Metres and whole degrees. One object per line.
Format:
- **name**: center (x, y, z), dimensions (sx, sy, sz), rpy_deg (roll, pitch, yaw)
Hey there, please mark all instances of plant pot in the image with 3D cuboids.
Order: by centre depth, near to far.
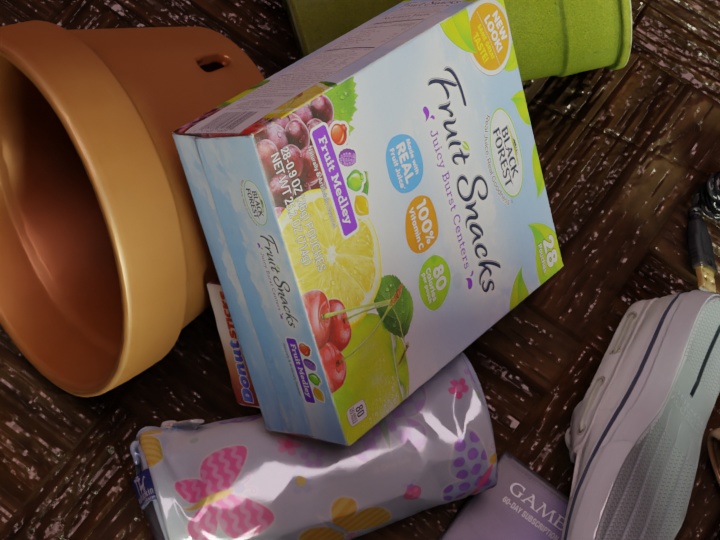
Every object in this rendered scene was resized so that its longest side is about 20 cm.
- **plant pot**: center (-0.128, -0.049, 0.843), dimensions (0.139, 0.201, 0.201), rpy_deg (-24, 67, -33)
- **plant pot**: center (0.042, -0.193, 0.933), dimensions (0.190, 0.201, 0.203), rpy_deg (-17, 66, 0)

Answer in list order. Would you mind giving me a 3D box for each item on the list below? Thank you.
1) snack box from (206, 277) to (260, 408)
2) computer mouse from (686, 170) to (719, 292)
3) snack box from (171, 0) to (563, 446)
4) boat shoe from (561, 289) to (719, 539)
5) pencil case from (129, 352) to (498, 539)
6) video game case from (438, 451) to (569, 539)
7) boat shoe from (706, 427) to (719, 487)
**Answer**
- **snack box**: center (0.000, 0.000, 0.855), dimensions (0.024, 0.073, 0.199), rpy_deg (9, 30, 42)
- **computer mouse**: center (0.274, 0.014, 0.920), dimensions (0.138, 0.046, 0.203), rpy_deg (-1, 65, -7)
- **snack box**: center (0.013, -0.035, 0.798), dimensions (0.067, 0.171, 0.199), rpy_deg (5, 31, 42)
- **boat shoe**: center (0.152, 0.096, 0.862), dimensions (0.066, 0.074, 0.201), rpy_deg (-3, 41, 44)
- **pencil case**: center (-0.025, 0.105, 0.828), dimensions (0.197, 0.084, 0.091), rpy_deg (-16, 52, -12)
- **video game case**: center (0.078, 0.216, 0.820), dimensions (0.142, 0.019, 0.200), rpy_deg (36, 65, 11)
- **boat shoe**: center (0.234, 0.172, 0.831), dimensions (0.068, 0.074, 0.202), rpy_deg (-4, 55, -4)
